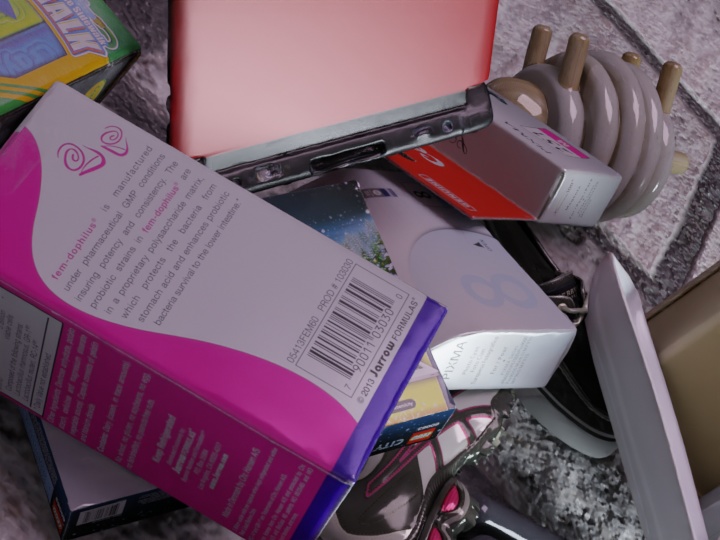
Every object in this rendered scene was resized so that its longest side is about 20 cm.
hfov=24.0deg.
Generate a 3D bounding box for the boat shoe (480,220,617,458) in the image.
[{"bbox_3d":[0.117,0.030,1.107,0.201,0.064,0.071,54,33,5],"label":"boat shoe"}]

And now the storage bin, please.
[{"bbox_3d":[0.303,0.083,1.151,0.199,0.200,0.094,46,34,-6],"label":"storage bin"}]

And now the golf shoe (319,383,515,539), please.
[{"bbox_3d":[0.028,0.090,0.934,0.088,0.077,0.200,38,34,-9],"label":"golf shoe"}]

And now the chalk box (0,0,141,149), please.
[{"bbox_3d":[-0.200,-0.099,0.802,0.124,0.124,0.200,48,32,0],"label":"chalk box"}]

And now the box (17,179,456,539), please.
[{"bbox_3d":[-0.069,0.038,0.824,0.198,0.038,0.137,-12,63,-24],"label":"box"}]

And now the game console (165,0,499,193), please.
[{"bbox_3d":[-0.035,-0.109,0.894,0.199,0.172,0.120,-17,98,-30],"label":"game console"}]

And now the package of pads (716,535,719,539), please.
[{"bbox_3d":[0.326,0.226,1.077,0.201,0.120,0.076,57,39,-9],"label":"package of pads"}]

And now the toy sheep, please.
[{"bbox_3d":[0.167,-0.100,1.234,0.198,0.138,0.139,11,48,-28],"label":"toy sheep"}]

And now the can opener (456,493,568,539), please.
[{"bbox_3d":[0.134,0.177,0.976,0.199,0.067,0.054,32,38,-37],"label":"can opener"}]

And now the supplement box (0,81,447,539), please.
[{"bbox_3d":[-0.080,0.024,0.743,0.199,0.104,0.102,31,56,1],"label":"supplement box"}]

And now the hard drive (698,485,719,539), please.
[{"bbox_3d":[0.332,0.202,1.128,0.200,0.132,0.027,47,33,-4],"label":"hard drive"}]

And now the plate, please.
[{"bbox_3d":[0.175,0.100,1.025,0.200,0.032,0.202,30,44,-75],"label":"plate"}]

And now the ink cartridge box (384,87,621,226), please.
[{"bbox_3d":[0.049,-0.098,1.088,0.200,0.044,0.173,37,17,26],"label":"ink cartridge box"}]

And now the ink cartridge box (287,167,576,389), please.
[{"bbox_3d":[0.000,0.000,0.945,0.199,0.048,0.160,4,34,-37],"label":"ink cartridge box"}]
